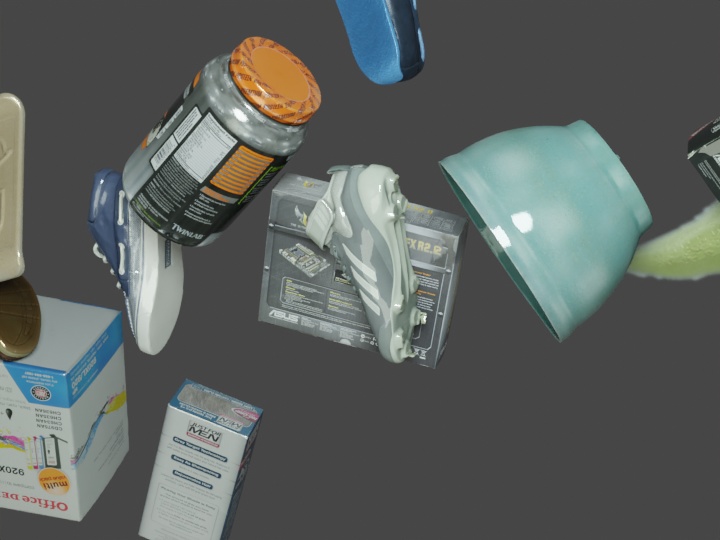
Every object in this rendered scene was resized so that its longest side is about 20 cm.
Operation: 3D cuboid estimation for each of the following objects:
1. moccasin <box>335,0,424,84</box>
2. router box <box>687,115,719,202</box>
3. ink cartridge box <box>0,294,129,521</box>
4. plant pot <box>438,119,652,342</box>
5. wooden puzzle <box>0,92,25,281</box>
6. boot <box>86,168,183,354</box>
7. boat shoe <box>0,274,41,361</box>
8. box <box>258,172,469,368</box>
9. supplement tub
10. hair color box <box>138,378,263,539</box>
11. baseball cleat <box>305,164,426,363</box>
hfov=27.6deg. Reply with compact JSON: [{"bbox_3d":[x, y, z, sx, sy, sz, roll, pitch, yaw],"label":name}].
[{"bbox_3d":[0.010,-0.267,1.337,0.080,0.068,0.201,-8,92,36],"label":"moccasin"},{"bbox_3d":[0.411,-0.076,1.314,0.150,0.062,0.200,-31,104,30],"label":"router box"},{"bbox_3d":[-0.356,0.152,1.644,0.147,0.145,0.201,8,120,13],"label":"ink cartridge box"},{"bbox_3d":[0.182,-0.053,1.344,0.134,0.200,0.201,-34,105,2],"label":"plant pot"},{"bbox_3d":[-0.426,-0.071,1.565,0.185,0.046,0.201,-14,71,24],"label":"wooden puzzle"},{"bbox_3d":[-0.243,-0.012,1.571,0.090,0.073,0.201,16,114,19],"label":"boot"},{"bbox_3d":[-0.405,0.031,1.589,0.072,0.072,0.200,-54,52,30],"label":"boat shoe"},{"bbox_3d":[0.000,0.000,1.500,0.199,0.048,0.159,14,119,11],"label":"box"},{"bbox_3d":[-0.134,-0.126,1.434,0.122,0.123,0.200,42,121,-7],"label":"supplement tub"},{"bbox_3d":[-0.184,0.233,1.679,0.100,0.061,0.201,21,122,6],"label":"hair color box"},{"bbox_3d":[0.004,-0.008,1.436,0.106,0.070,0.201,3,107,24],"label":"baseball cleat"}]
